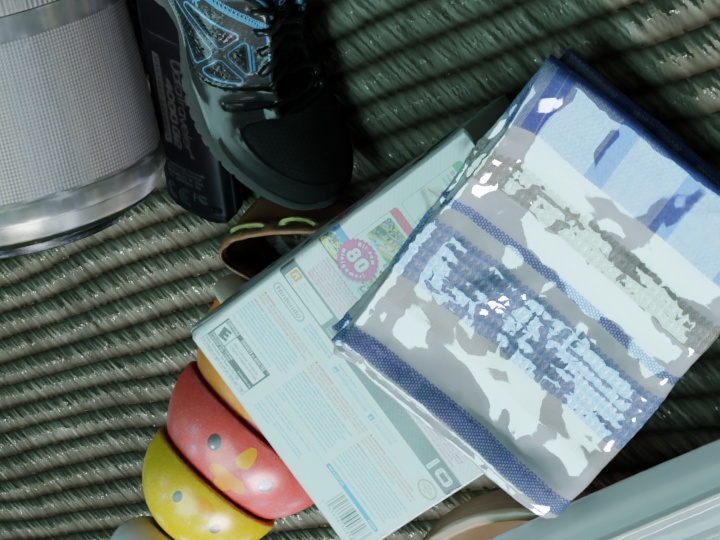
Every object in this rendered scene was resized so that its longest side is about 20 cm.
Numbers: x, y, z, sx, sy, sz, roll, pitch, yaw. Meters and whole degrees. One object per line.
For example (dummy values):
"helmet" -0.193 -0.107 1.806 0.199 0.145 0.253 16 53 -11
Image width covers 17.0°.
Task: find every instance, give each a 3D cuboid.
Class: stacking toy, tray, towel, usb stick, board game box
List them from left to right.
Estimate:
"usb stick" -0.098 -0.108 1.385 0.055 0.033 0.200 27 144 27
"stacking toy" -0.076 0.116 1.403 0.146 0.200 0.146 37 -175 -4
"board game box" 0.034 0.030 1.219 0.200 0.064 0.148 -35 93 31
"towel" 0.090 0.011 1.139 0.147 0.024 0.200 40 119 4
"tray" 0.163 0.148 1.187 0.200 0.022 0.108 -27 101 25

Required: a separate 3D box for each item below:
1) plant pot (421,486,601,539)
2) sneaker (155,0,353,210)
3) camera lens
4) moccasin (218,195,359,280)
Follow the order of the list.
"plant pot" 0.126 0.187 1.298 0.200 0.093 0.201 13 123 20
"sneaker" -0.057 -0.120 1.267 0.082 0.073 0.200 -5 119 56
"camera lens" -0.205 -0.117 1.370 0.160 0.160 0.201 9 117 52
"moccasin" 0.000 -0.001 1.314 0.201 0.078 0.074 21 137 41
